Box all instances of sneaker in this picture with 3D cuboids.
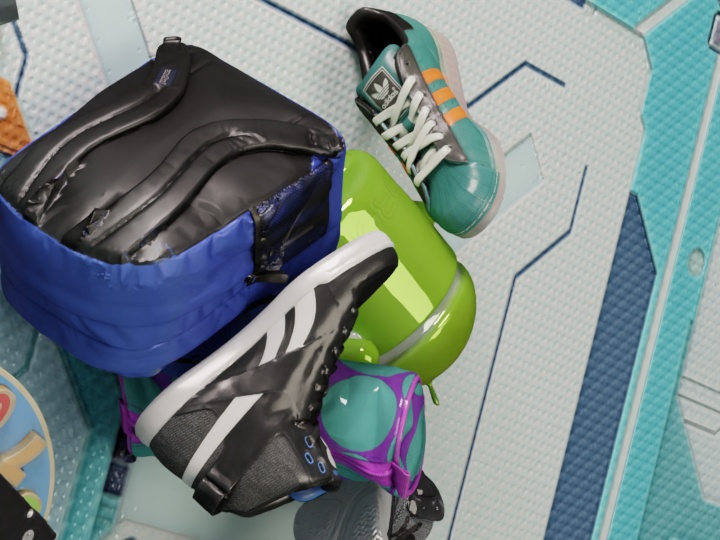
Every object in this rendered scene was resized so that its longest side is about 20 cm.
[{"bbox_3d":[0.012,0.169,1.730,0.114,0.075,0.201,46,19,-32],"label":"sneaker"},{"bbox_3d":[-0.031,0.076,1.558,0.200,0.073,0.112,-40,81,-11],"label":"sneaker"},{"bbox_3d":[0.036,-0.104,1.735,0.080,0.201,0.071,23,122,-37],"label":"sneaker"}]

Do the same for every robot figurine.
[{"bbox_3d":[0.000,0.000,1.712,0.200,0.115,0.176,48,36,-22],"label":"robot figurine"}]

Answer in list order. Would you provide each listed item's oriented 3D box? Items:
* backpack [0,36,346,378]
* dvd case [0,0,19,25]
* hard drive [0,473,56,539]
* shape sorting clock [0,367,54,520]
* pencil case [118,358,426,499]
[{"bbox_3d":[-0.122,-0.018,1.566,0.200,0.162,0.169,-34,139,-41],"label":"backpack"},{"bbox_3d":[-0.275,-0.227,1.473,0.146,0.022,0.201,-25,113,-42],"label":"dvd case"},{"bbox_3d":[-0.257,0.160,1.422,0.140,0.038,0.200,-58,151,-17],"label":"hard drive"},{"bbox_3d":[-0.269,0.141,1.493,0.199,0.039,0.201,-15,120,-28],"label":"shape sorting clock"},{"bbox_3d":[-0.057,0.094,1.629,0.093,0.199,0.086,-70,164,-54],"label":"pencil case"}]
